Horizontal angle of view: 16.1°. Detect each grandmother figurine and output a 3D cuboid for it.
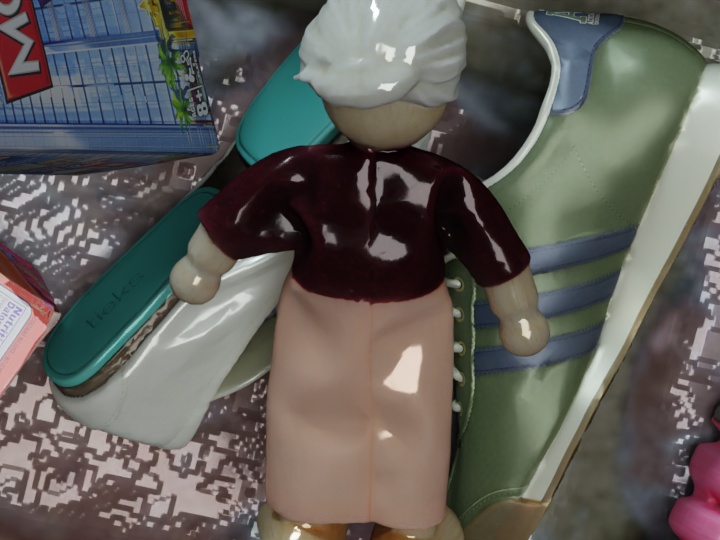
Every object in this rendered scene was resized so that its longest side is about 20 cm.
[{"bbox_3d":[0.000,0.000,0.820,0.121,0.061,0.200,2,115,-8],"label":"grandmother figurine"}]

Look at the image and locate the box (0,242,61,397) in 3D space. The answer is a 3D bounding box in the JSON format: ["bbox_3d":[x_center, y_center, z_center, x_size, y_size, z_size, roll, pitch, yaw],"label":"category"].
[{"bbox_3d":[-0.195,0.061,0.826,0.103,0.095,0.200,34,91,-13],"label":"box"}]

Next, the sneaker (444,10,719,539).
[{"bbox_3d":[0.055,0.002,0.888,0.090,0.067,0.200,26,97,2],"label":"sneaker"}]

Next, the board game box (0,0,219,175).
[{"bbox_3d":[-0.136,-0.105,0.765,0.062,0.200,0.200,-8,102,28],"label":"board game box"}]

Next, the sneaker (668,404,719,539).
[{"bbox_3d":[0.136,0.136,0.918,0.095,0.079,0.200,34,92,-25],"label":"sneaker"}]

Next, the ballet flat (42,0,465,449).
[{"bbox_3d":[-0.024,-0.019,0.871,0.069,0.069,0.200,41,93,-13],"label":"ballet flat"}]
